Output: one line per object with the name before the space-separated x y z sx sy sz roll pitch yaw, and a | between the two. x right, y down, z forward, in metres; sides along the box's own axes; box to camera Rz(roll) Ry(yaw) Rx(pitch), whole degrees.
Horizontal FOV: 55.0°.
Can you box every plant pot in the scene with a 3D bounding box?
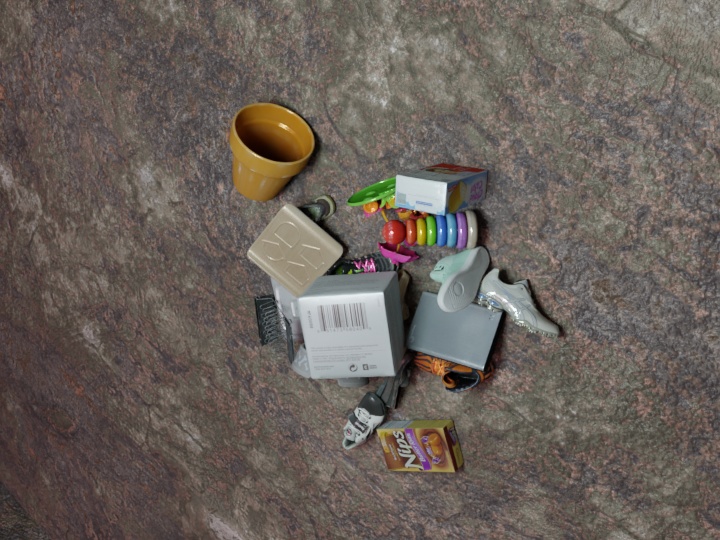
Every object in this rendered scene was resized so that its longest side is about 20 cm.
plant pot | -0.234 -0.274 1.698 0.200 0.200 0.183 48 140 14

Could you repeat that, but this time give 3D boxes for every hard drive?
hard drive | 0.210 0.135 1.557 0.200 0.033 0.140 14 76 31

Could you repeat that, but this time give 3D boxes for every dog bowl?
dog bowl | -0.069 0.230 1.727 0.200 0.200 0.059 16 98 30

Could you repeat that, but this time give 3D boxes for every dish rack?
dish rack | -0.223 0.165 1.835 0.200 0.054 0.154 -136 37 -55

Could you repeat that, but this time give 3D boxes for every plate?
plate | -0.156 0.097 1.842 0.200 0.032 0.200 -2 103 36

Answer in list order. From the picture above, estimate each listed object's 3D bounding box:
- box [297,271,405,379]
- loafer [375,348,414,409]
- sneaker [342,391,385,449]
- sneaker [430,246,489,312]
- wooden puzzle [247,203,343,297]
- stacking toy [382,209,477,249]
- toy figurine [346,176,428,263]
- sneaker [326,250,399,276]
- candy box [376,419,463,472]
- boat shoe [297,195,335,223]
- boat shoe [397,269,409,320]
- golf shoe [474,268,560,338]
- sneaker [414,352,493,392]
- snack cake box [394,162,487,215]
box | -0.013 0.120 1.557 0.198 0.171 0.201 -5 106 14
loafer | 0.098 0.266 1.688 0.063 0.072 0.200 41 137 17
sneaker | 0.003 0.391 1.758 0.074 0.088 0.200 37 135 23
sneaker | 0.191 0.030 1.487 0.118 0.200 0.074 -17 113 44
wooden puzzle | -0.162 -0.051 1.737 0.185 0.046 0.200 40 122 -7
stacking toy | 0.147 -0.085 1.485 0.199 0.085 0.086 -2 106 -1
toy figurine | 0.095 -0.110 1.571 0.199 0.150 0.184 -19 107 13
sneaker | 0.000 0.000 1.667 0.200 0.087 0.074 -10 95 36
candy box | 0.146 0.436 1.720 0.200 0.056 0.117 -11 98 38
boat shoe | -0.152 -0.130 1.749 0.201 0.066 0.072 -26 89 37
boat shoe | 0.084 0.095 1.660 0.065 0.072 0.200 17 105 -9
golf shoe | 0.343 0.069 1.462 0.200 0.078 0.097 30 91 7
sneaker | 0.194 0.222 1.585 0.200 0.112 0.078 2 105 35
snack cake box | 0.169 -0.172 1.429 0.115 0.200 0.067 14 112 31
